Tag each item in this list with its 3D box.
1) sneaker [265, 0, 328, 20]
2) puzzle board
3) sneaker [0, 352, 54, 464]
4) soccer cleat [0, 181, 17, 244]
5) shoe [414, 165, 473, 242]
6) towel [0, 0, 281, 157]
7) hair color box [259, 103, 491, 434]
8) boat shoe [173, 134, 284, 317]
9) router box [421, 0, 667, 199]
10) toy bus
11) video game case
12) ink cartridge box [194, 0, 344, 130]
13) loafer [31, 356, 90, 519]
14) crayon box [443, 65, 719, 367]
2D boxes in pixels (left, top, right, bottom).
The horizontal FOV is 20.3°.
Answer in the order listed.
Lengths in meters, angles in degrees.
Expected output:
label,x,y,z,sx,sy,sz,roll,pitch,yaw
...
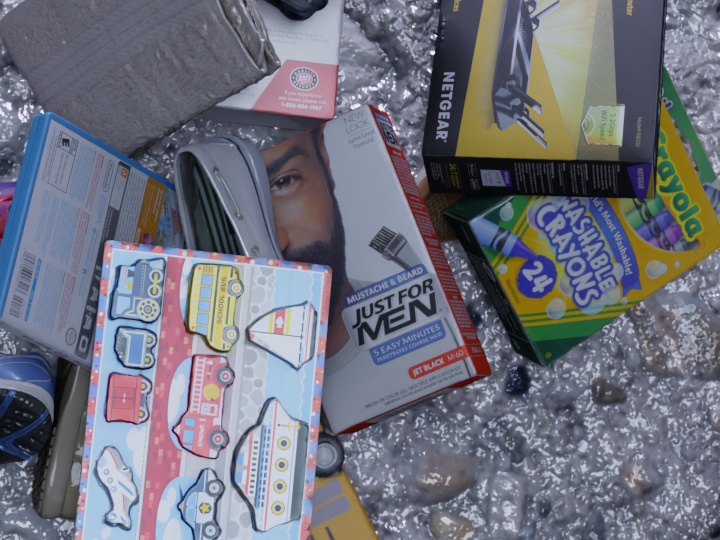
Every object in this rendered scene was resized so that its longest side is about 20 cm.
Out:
label,x,y,z,sx,sy,sz,roll,pitch,yaw
sneaker,-0.024,-0.211,1.361,0.199,0.074,0.081,-3,93,-3
puzzle board,-0.099,0.087,1.287,0.150,0.017,0.201,6,82,-9
sneaker,-0.299,0.090,1.351,0.199,0.077,0.076,2,121,5
soccer cleat,-0.269,-0.032,1.359,0.199,0.076,0.067,-3,85,-11
shoe,0.106,-0.094,1.449,0.200,0.053,0.070,-39,126,-8
towel,-0.153,-0.151,1.352,0.034,0.200,0.133,-24,87,-56
hair color box,0.000,0.000,1.384,0.111,0.064,0.201,-24,81,12
boat shoe,-0.086,0.009,1.344,0.067,0.073,0.201,-9,79,-54
router box,0.132,-0.148,1.395,0.157,0.052,0.201,2,61,11
toy bus,-0.020,0.199,1.386,0.078,0.065,0.201,-27,90,-10
video game case,-0.154,0.002,1.328,0.200,0.018,0.144,31,61,-42
ink cartridge box,-0.071,-0.206,1.416,0.116,0.067,0.201,6,85,-10
loafer,-0.171,0.076,1.369,0.068,0.076,0.201,17,79,-18
crayon box,0.174,-0.040,1.431,0.200,0.052,0.126,-34,111,-12
